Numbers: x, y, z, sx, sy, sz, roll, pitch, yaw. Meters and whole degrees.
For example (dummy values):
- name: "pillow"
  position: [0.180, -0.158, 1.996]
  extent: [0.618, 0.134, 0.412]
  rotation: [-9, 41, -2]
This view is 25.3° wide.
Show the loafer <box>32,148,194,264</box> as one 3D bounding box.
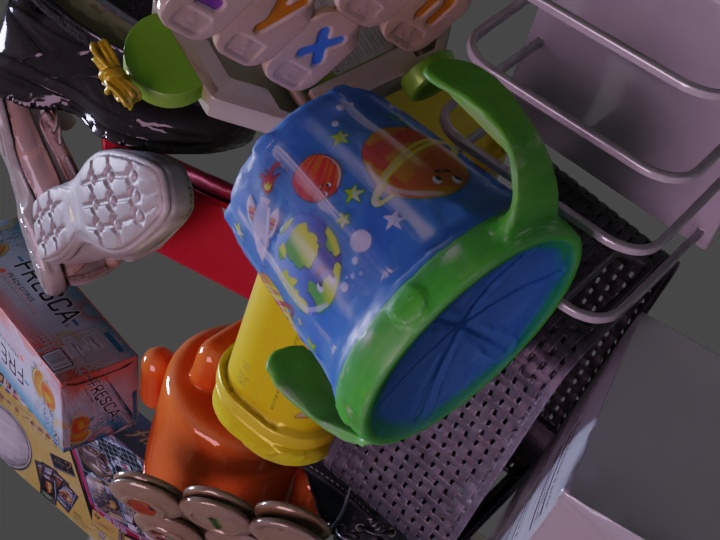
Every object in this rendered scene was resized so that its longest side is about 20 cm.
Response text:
- name: "loafer"
  position: [-0.151, -0.041, 1.040]
  extent: [0.200, 0.070, 0.070]
  rotation: [-7, 90, 59]

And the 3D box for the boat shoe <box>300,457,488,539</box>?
- name: "boat shoe"
  position: [0.001, 0.150, 1.022]
  extent: [0.200, 0.062, 0.075]
  rotation: [39, 175, -30]

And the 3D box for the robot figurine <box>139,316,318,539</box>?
- name: "robot figurine"
  position: [-0.088, 0.116, 1.104]
  extent: [0.143, 0.117, 0.200]
  rotation: [13, 134, -7]

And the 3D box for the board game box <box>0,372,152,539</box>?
- name: "board game box"
  position: [-0.222, 0.148, 1.300]
  extent: [0.200, 0.035, 0.136]
  rotation: [37, 135, 17]

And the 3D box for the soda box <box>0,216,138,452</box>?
- name: "soda box"
  position: [-0.237, 0.044, 1.183]
  extent: [0.200, 0.063, 0.069]
  rotation: [43, 140, 39]

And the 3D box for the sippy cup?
- name: "sippy cup"
  position: [0.011, -0.011, 0.747]
  extent: [0.178, 0.140, 0.130]
  rotation: [-45, 68, 4]

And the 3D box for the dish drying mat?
- name: "dish drying mat"
  position: [-0.111, -0.032, 1.070]
  extent: [0.200, 0.018, 0.077]
  rotation: [25, 128, 42]

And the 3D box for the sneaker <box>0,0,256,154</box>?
- name: "sneaker"
  position: [-0.155, -0.132, 1.033]
  extent: [0.200, 0.076, 0.091]
  rotation: [21, 105, 16]

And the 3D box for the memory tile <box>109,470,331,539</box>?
- name: "memory tile"
  position: [-0.073, 0.190, 1.057]
  extent: [0.153, 0.017, 0.200]
  rotation: [9, 151, 18]

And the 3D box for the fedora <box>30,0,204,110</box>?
- name: "fedora"
  position: [-0.104, -0.166, 0.927]
  extent: [0.200, 0.200, 0.092]
  rotation: [35, 105, 19]

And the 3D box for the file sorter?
- name: "file sorter"
  position: [0.126, -0.098, 0.769]
  extent: [0.139, 0.124, 0.200]
  rotation: [36, 134, 18]

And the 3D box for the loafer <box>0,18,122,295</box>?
- name: "loafer"
  position: [-0.224, -0.085, 1.142]
  extent: [0.072, 0.063, 0.201]
  rotation: [-158, 52, -70]

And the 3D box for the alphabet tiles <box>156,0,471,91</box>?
- name: "alphabet tiles"
  position: [0.006, -0.164, 0.732]
  extent: [0.196, 0.200, 0.015]
  rotation: [-41, 59, 19]

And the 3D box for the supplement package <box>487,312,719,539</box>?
- name: "supplement package"
  position: [0.171, 0.170, 0.861]
  extent: [0.191, 0.147, 0.200]
  rotation: [30, 134, 4]

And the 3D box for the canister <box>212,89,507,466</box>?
- name: "canister"
  position: [0.000, 0.000, 0.928]
  extent: [0.086, 0.148, 0.200]
  rotation: [38, 133, 18]

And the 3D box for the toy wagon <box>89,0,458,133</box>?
- name: "toy wagon"
  position: [-0.048, -0.135, 0.840]
  extent: [0.155, 0.200, 0.040]
  rotation: [59, 162, 13]

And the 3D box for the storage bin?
- name: "storage bin"
  position: [0.076, 0.054, 0.902]
  extent: [0.094, 0.135, 0.200]
  rotation: [40, 136, 13]
